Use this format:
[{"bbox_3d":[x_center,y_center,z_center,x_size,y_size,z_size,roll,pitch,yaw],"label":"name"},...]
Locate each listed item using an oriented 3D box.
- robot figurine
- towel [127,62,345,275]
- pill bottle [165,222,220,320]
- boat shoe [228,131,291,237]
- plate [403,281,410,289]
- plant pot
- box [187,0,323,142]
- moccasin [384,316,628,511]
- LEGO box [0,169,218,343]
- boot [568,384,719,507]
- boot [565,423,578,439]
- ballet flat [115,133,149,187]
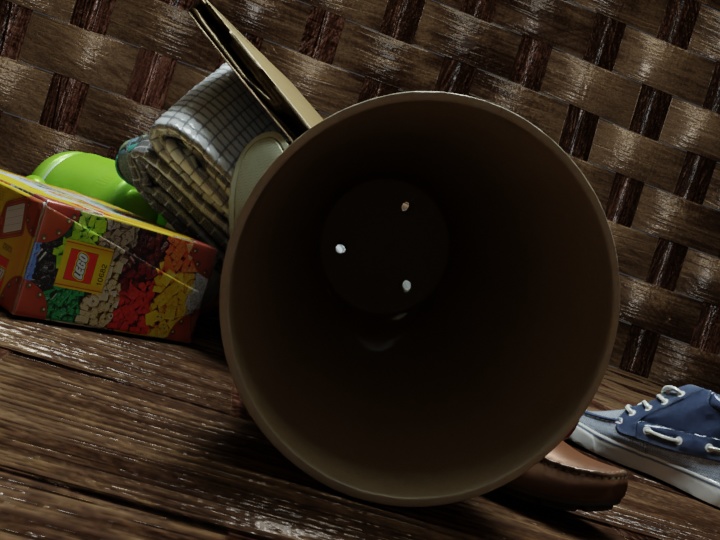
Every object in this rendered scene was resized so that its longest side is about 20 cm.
[{"bbox_3d":[-0.282,-0.062,0.879,0.197,0.118,0.174,19,6,28],"label":"robot figurine"},{"bbox_3d":[-0.094,-0.069,0.716,0.200,0.085,0.166,46,28,-13],"label":"towel"},{"bbox_3d":[-0.099,0.000,0.830,0.198,0.119,0.115,16,2,-44],"label":"pill bottle"},{"bbox_3d":[-0.048,-0.005,0.605,0.071,0.204,0.067,-22,-15,20],"label":"boat shoe"},{"bbox_3d":[0.083,-0.015,0.727,0.198,0.033,0.198,-26,-2,34],"label":"plate"},{"bbox_3d":[0.023,0.001,0.462,0.184,0.191,0.200,18,8,-6],"label":"plant pot"},{"bbox_3d":[-0.055,-0.137,0.706,0.164,0.021,0.200,51,7,16],"label":"box"},{"bbox_3d":[0.081,0.087,0.519,0.073,0.079,0.200,20,5,-44],"label":"moccasin"},{"bbox_3d":[-0.231,-0.019,0.631,0.198,0.079,0.148,20,2,43],"label":"LEGO box"},{"bbox_3d":[0.278,0.143,0.754,0.197,0.092,0.072,19,2,36],"label":"boot"},{"bbox_3d":[0.138,0.100,0.691,0.200,0.073,0.151,45,1,-22],"label":"boot"},{"bbox_3d":[-0.159,-0.084,0.836,0.073,0.076,0.199,19,-4,36],"label":"ballet flat"}]
